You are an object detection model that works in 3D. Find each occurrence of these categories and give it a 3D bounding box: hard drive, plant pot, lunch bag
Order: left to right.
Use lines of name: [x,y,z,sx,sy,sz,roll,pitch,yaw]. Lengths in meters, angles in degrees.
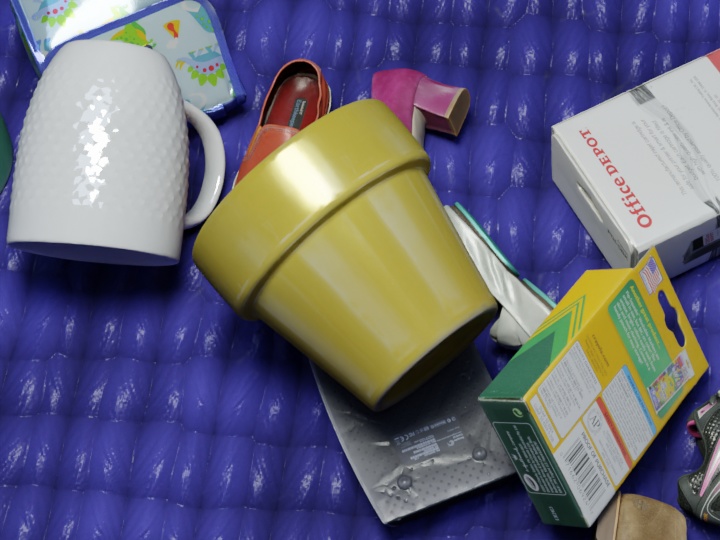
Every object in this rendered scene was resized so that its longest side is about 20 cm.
lunch bag: [-0.217,-0.210,1.630,0.170,0.127,0.200,-23,78,-7]
plant pot: [0.000,0.000,1.403,0.201,0.201,0.189,-36,78,-15]
hard drive: [0.040,0.107,1.462,0.135,0.042,0.200,-21,60,-7]

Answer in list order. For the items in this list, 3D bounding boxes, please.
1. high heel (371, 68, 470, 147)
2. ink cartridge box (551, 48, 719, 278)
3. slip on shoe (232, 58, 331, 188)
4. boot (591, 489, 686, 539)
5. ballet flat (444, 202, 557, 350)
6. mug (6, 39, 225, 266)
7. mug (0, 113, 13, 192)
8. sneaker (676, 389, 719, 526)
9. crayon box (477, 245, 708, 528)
high heel: [0.015,-0.096,1.572,0.096,0.067,0.200,16,68,27]
ink cartridge box: [0.282,-0.089,1.527,0.200,0.083,0.147,-25,60,-9]
slip on shoe: [-0.072,-0.103,1.583,0.074,0.061,0.200,11,63,10]
boot: [0.206,0.260,1.346,0.075,0.074,0.200,10,59,4]
ballet flat: [0.120,0.025,1.496,0.069,0.069,0.200,-35,60,-14]
mug: [-0.199,-0.097,1.531,0.147,0.200,0.176,-1,81,47]
mug: [-0.386,-0.119,1.592,0.185,0.114,0.152,25,65,19]
sneaker: [0.306,0.115,1.415,0.086,0.080,0.200,12,56,24]
crayon box: [0.186,0.088,1.393,0.052,0.126,0.200,-3,33,47]
